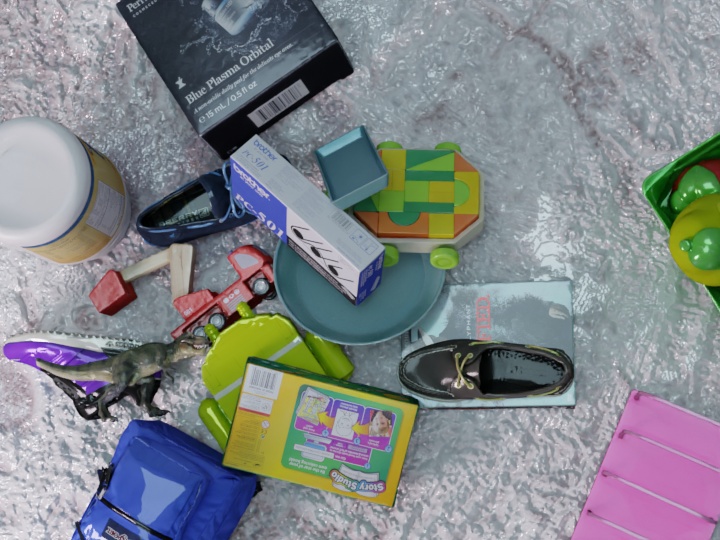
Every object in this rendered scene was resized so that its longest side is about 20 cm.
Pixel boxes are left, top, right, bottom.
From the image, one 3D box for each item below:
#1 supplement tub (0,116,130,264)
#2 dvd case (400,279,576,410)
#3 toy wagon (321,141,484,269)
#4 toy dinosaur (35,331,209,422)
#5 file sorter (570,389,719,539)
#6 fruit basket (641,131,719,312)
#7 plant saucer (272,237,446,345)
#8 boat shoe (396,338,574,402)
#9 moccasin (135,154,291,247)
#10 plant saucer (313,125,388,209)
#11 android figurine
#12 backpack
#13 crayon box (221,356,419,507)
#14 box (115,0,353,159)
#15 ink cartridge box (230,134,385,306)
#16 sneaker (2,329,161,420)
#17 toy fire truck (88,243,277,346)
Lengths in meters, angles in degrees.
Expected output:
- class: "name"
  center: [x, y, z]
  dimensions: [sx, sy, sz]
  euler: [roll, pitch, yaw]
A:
- class: "supplement tub"
  center: [-0.353, -0.086, 1.559]
  dimensions: [0.144, 0.200, 0.146]
  euler: [-1, 82, 8]
- class: "dvd case"
  center: [0.145, 0.086, 1.550]
  dimensions: [0.199, 0.022, 0.147]
  euler: [-1, 81, 10]
- class: "toy wagon"
  center: [0.041, -0.079, 1.548]
  dimensions: [0.199, 0.040, 0.156]
  euler: [2, 60, 3]
- class: "toy dinosaur"
  center: [-0.264, 0.126, 1.538]
  dimensions: [0.199, 0.047, 0.089]
  euler: [-10, 79, -1]
- class: "file sorter"
  center: [0.320, 0.243, 1.446]
  dimensions: [0.138, 0.125, 0.201]
  euler: [23, 85, 12]
- class: "fruit basket"
  center: [0.396, -0.042, 1.441]
  dimensions: [0.155, 0.216, 0.216]
  euler: [-32, 78, 3]
- class: "plant saucer"
  center: [0.000, 0.000, 1.556]
  dimensions: [0.199, 0.036, 0.201]
  euler: [-2, 64, 4]
- class: "boat shoe"
  center: [0.137, 0.109, 1.505]
  dimensions: [0.200, 0.061, 0.072]
  euler: [-1, 81, 9]
- class: "moccasin"
  center: [-0.170, -0.078, 1.597]
  dimensions: [0.199, 0.068, 0.081]
  euler: [-29, 78, 1]
- class: "plant saucer"
  center: [-0.011, -0.117, 1.530]
  dimensions: [0.070, 0.200, 0.019]
  euler: [-27, 113, 3]
- class: "android figurine"
  center: [-0.102, 0.132, 1.551]
  dimensions: [0.182, 0.041, 0.200]
  euler: [-36, 92, 2]
- class: "backpack"
  center: [-0.238, 0.283, 1.506]
  dimensions: [0.162, 0.168, 0.201]
  euler: [28, 90, 18]
- class: "crayon box"
  center: [-0.044, 0.179, 1.507]
  dimensions: [0.199, 0.058, 0.119]
  euler: [15, 94, -2]
- class: "box"
  center: [-0.147, -0.275, 1.601]
  dimensions: [0.196, 0.117, 0.200]
  euler: [-34, 77, 2]
- class: "ink cartridge box"
  center: [-0.060, -0.055, 1.505]
  dimensions: [0.200, 0.094, 0.044]
  euler: [42, 69, 15]
- class: "sneaker"
  center: [-0.330, 0.125, 1.591]
  dimensions: [0.199, 0.070, 0.100]
  euler: [5, 84, 10]
- class: "toy fire truck"
  center: [-0.203, 0.019, 1.598]
  dimensions: [0.200, 0.049, 0.141]
  euler: [-38, 78, 2]
